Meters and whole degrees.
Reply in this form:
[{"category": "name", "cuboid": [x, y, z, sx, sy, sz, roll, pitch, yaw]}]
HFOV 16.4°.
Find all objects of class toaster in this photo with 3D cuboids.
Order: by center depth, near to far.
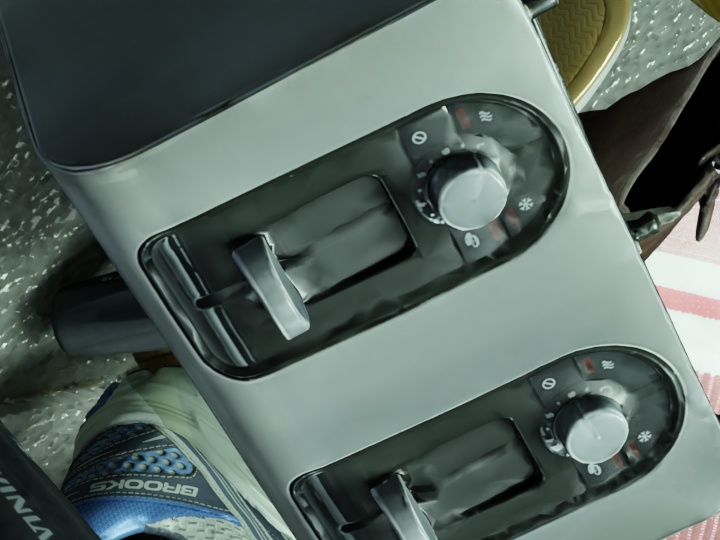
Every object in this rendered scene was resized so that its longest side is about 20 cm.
[{"category": "toaster", "cuboid": [-0.005, -0.032, 0.642, 0.118, 0.200, 0.181, -28, 129, 2]}]

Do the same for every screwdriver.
[{"category": "screwdriver", "cuboid": [0.000, 0.000, 0.763, 0.199, 0.028, 0.029, -10, 173, 10]}]

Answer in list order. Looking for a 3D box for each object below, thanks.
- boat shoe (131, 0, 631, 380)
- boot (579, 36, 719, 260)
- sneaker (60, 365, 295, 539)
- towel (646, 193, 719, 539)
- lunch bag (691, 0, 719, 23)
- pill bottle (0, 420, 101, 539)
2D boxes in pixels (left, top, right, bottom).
[{"category": "boat shoe", "cuboid": [0.010, -0.033, 0.802, 0.200, 0.071, 0.069, -40, 164, 17]}, {"category": "boot", "cuboid": [0.041, 0.009, 0.819, 0.200, 0.072, 0.166, -48, -176, -32]}, {"category": "sneaker", "cuboid": [-0.021, 0.125, 0.775, 0.077, 0.200, 0.085, -48, -175, 35]}, {"category": "towel", "cuboid": [0.124, 0.057, 0.962, 0.143, 0.023, 0.201, 12, 101, -15]}, {"category": "lunch bag", "cuboid": [0.139, -0.173, 0.693, 0.127, 0.170, 0.201, 9, 119, -53]}, {"category": "pill bottle", "cuboid": [-0.110, 0.110, 0.691, 0.106, 0.200, 0.107, -31, 146, -24]}]
